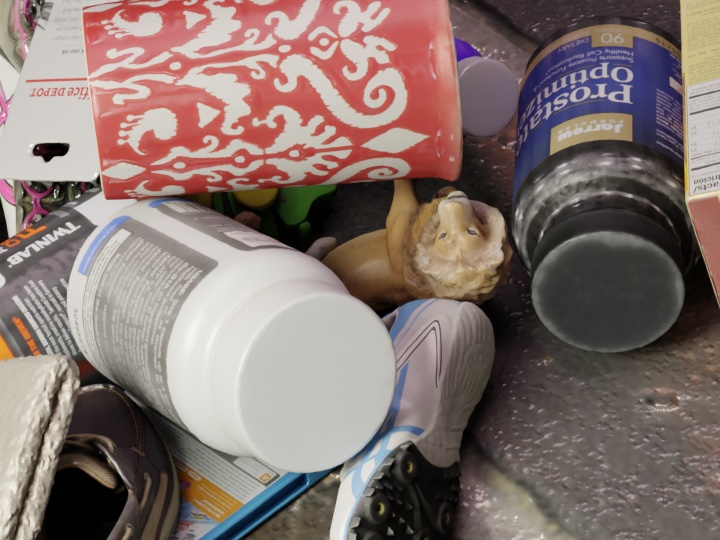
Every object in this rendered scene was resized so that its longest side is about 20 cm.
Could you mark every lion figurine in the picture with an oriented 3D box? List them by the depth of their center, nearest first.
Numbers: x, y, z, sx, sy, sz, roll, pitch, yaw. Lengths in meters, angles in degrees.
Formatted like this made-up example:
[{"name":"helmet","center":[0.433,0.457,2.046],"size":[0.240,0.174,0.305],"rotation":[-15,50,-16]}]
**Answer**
[{"name":"lion figurine","center":[0.000,0.000,1.489],"size":[0.199,0.072,0.123],"rotation":[-26,37,23]}]

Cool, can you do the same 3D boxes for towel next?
[{"name":"towel","center":[-0.210,0.139,1.321],"size":[0.132,0.034,0.201],"rotation":[-8,60,49]}]

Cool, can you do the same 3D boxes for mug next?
[{"name":"mug","center":[-0.054,-0.111,1.444],"size":[0.199,0.134,0.178],"rotation":[-8,22,-5]}]

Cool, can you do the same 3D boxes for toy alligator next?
[{"name":"toy alligator","center":[-0.056,-0.037,1.576],"size":[0.199,0.059,0.055],"rotation":[-11,81,-6]}]

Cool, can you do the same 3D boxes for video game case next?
[{"name":"video game case","center":[-0.109,0.113,1.422],"size":[0.200,0.018,0.143],"rotation":[-35,41,-25]}]

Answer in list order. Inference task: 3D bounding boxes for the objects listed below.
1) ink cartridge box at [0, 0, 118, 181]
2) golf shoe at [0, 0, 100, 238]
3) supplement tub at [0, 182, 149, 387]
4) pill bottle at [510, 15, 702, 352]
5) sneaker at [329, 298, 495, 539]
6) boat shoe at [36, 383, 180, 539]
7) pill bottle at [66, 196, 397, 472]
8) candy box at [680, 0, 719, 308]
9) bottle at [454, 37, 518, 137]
[{"name":"ink cartridge box","center":[-0.141,-0.136,1.553],"size":[0.116,0.067,0.201],"rotation":[4,72,47]},{"name":"golf shoe","center":[-0.208,-0.086,1.637],"size":[0.092,0.072,0.201],"rotation":[-23,64,46]},{"name":"supplement tub","center":[-0.189,0.033,1.480],"size":[0.200,0.107,0.107],"rotation":[-33,40,-23]},{"name":"pill bottle","center":[0.143,-0.049,1.462],"size":[0.111,0.112,0.200],"rotation":[-7,37,11]},{"name":"sneaker","center":[0.018,0.092,1.365],"size":[0.072,0.072,0.200],"rotation":[-9,35,27]},{"name":"boat shoe","center":[-0.137,0.119,1.346],"size":[0.074,0.074,0.200],"rotation":[-15,37,1]},{"name":"pill bottle","center":[-0.069,0.034,1.369],"size":[0.114,0.114,0.200],"rotation":[-30,27,-19]},{"name":"candy box","center":[0.217,-0.059,1.418],"size":[0.055,0.116,0.200],"rotation":[-13,36,15]},{"name":"bottle","center":[0.026,-0.116,1.582],"size":[0.083,0.066,0.200],"rotation":[5,6,-29]}]
